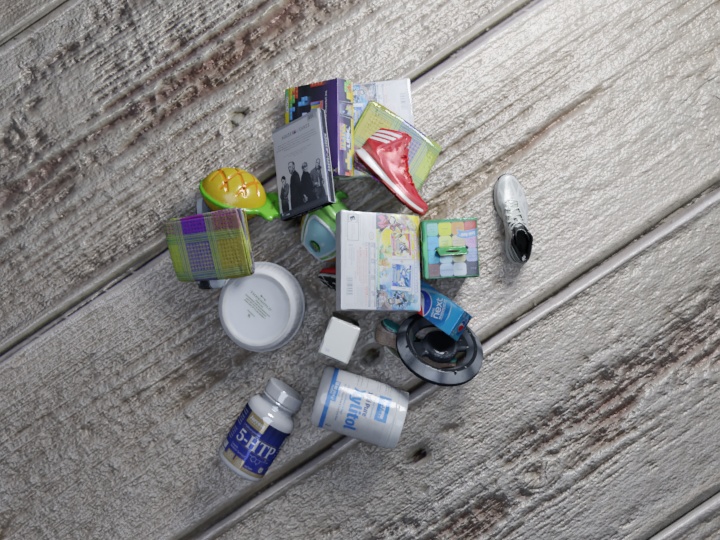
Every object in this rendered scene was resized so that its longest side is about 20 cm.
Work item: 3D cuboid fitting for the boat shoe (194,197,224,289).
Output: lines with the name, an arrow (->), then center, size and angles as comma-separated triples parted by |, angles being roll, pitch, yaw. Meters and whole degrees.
boat shoe -> -0.352, -0.059, 1.666 | 0.066, 0.074, 0.205 | -5, 103, 17

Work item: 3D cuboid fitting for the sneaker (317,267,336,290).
sneaker -> 0.000, 0.000, 1.656 | 0.195, 0.077, 0.087 | -4, 58, 25

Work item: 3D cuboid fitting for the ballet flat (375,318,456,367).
ballet flat -> 0.120, 0.180, 1.679 | 0.197, 0.068, 0.068 | 29, 110, 5

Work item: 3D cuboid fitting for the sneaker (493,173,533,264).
sneaker -> 0.347, -0.116, 1.640 | 0.074, 0.115, 0.206 | -11, 91, 0

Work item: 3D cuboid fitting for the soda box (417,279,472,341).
soda box -> 0.143, 0.066, 1.625 | 0.198, 0.068, 0.065 | 35, 91, 29

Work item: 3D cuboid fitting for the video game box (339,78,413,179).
video game box -> 0.030, -0.312, 1.665 | 0.177, 0.047, 0.206 | -5, 91, -2

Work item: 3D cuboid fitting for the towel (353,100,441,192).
towel -> 0.064, -0.262, 1.626 | 0.197, 0.023, 0.146 | 31, 91, -2

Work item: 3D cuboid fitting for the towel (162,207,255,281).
towel -> -0.321, -0.051, 1.599 | 0.195, 0.023, 0.148 | -7, 103, 20

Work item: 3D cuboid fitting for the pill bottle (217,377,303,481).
pill bottle -> -0.215, 0.346, 1.647 | 0.118, 0.120, 0.203 | 33, 91, 0

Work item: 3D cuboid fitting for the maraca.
maraca -> -0.256, -0.161, 1.639 | 0.195, 0.138, 0.109 | 17, 125, -7

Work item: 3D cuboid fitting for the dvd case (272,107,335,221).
dvd case -> -0.124, -0.223, 1.593 | 0.148, 0.024, 0.206 | -15, 76, 39

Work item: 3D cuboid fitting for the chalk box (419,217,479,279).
chalk box -> 0.186, -0.047, 1.599 | 0.121, 0.200, 0.128 | -3, 90, -1

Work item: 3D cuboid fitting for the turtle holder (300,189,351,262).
turtle holder -> -0.076, -0.103, 1.627 | 0.184, 0.142, 0.132 | 38, 106, -22

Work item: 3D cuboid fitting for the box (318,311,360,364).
box -> -0.045, 0.141, 1.602 | 0.067, 0.200, 0.084 | 22, 91, -2

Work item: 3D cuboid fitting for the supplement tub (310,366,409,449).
supplement tub -> -0.002, 0.300, 1.641 | 0.195, 0.132, 0.135 | 16, 91, 0

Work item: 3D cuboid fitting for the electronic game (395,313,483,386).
electronic game -> 0.172, 0.167, 1.625 | 0.195, 0.203, 0.042 | 14, 133, -1

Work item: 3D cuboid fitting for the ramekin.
ramekin -> -0.223, 0.083, 1.655 | 0.196, 0.094, 0.209 | 0, 91, 1

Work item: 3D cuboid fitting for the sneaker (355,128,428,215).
sneaker -> 0.092, -0.219, 1.579 | 0.200, 0.078, 0.116 | 43, 93, -3

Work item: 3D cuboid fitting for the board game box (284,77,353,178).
board game box -> -0.091, -0.300, 1.624 | 0.163, 0.056, 0.206 | 0, 91, 42

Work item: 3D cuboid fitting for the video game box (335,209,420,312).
video game box -> 0.037, -0.017, 1.549 | 0.177, 0.047, 0.206 | 2, 83, -19
